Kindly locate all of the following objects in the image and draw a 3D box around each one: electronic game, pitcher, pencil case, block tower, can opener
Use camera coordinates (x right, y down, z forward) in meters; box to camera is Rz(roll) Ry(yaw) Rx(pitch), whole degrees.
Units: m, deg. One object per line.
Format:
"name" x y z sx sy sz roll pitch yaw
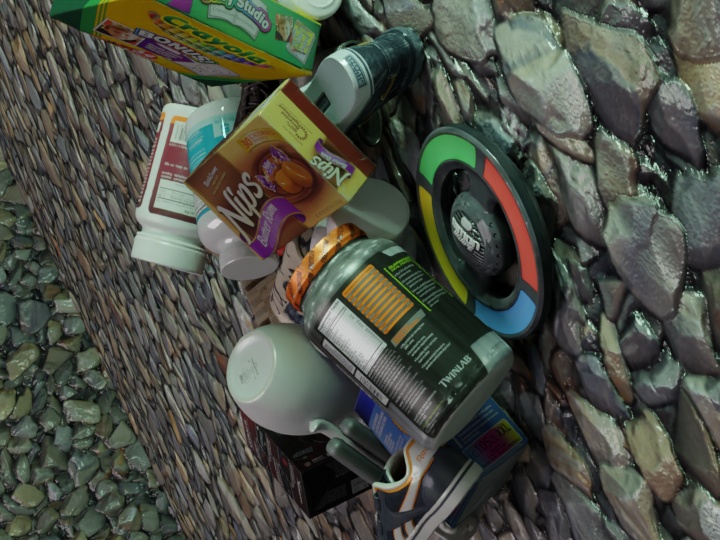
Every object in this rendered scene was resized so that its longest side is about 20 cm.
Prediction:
"electronic game" 0.107 -0.033 1.138 0.200 0.041 0.201 51 153 38
"pitcher" -0.044 0.148 1.440 0.121 0.199 0.172 -48 47 20
"pencil case" -0.054 0.005 1.514 0.089 0.078 0.200 41 153 8
"block tower" -0.099 0.067 1.647 0.058 0.054 0.201 43 -166 -47
"can opener" 0.048 0.233 1.412 0.199 0.054 0.067 37 174 -11

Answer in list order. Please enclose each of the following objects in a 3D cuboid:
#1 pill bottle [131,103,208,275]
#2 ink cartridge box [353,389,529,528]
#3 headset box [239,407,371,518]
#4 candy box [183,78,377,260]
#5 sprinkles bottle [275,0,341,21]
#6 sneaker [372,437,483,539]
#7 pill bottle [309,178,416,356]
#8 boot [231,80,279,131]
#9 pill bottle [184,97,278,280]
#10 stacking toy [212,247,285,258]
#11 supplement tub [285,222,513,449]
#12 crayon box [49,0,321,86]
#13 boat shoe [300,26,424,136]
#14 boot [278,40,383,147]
"pill bottle" -0.224 -0.102 1.646 0.114 0.113 0.202 10 85 65
"ink cartridge box" 0.069 0.147 1.321 0.200 0.076 0.137 50 154 20
"headset box" -0.052 0.202 1.604 0.200 0.147 0.076 39 144 52
"candy box" -0.082 -0.092 1.231 0.117 0.057 0.200 44 148 -11
"sprinkles bottle" -0.098 -0.278 1.305 0.199 0.068 0.069 3 114 54
"sneaker" 0.052 0.222 1.252 0.079 0.078 0.201 36 140 8
"pill bottle" 0.000 0.000 1.333 0.111 0.110 0.201 55 155 29
"boot" -0.115 -0.193 1.389 0.200 0.068 0.176 165 111 -80
"pill bottle" -0.145 -0.094 1.521 0.111 0.109 0.202 120 143 -64
"stacking toy" -0.131 -0.052 1.654 0.199 0.085 0.086 5 115 61
"supplement tub" 0.033 0.056 1.175 0.200 0.122 0.123 43 152 16
"crayon box" -0.166 -0.238 1.223 0.172 0.199 0.059 5 80 49
"boat shoe" -0.010 -0.163 1.215 0.071 0.090 0.200 62 154 1
"boot" -0.022 -0.139 1.320 0.130 0.067 0.202 21 131 55
